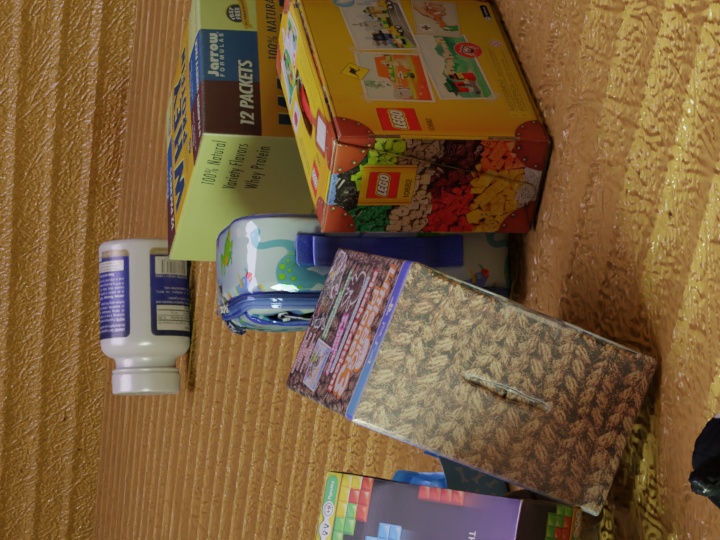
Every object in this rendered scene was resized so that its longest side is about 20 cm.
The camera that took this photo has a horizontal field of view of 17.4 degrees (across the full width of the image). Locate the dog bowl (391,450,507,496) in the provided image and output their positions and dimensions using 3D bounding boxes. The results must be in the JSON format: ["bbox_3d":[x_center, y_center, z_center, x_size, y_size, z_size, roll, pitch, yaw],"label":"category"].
[{"bbox_3d":[0.063,0.193,1.709,0.200,0.049,0.112,132,137,-71],"label":"dog bowl"}]

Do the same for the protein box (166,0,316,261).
[{"bbox_3d":[-0.039,-0.108,1.803,0.199,0.199,0.135,113,156,-60],"label":"protein box"}]

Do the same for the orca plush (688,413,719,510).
[{"bbox_3d":[0.188,0.114,1.098,0.200,0.071,0.106,-112,25,-59],"label":"orca plush"}]

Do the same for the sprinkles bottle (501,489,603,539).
[{"bbox_3d":[0.112,0.239,1.450,0.068,0.068,0.201,-141,52,-74],"label":"sprinkles bottle"}]

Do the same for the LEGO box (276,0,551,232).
[{"bbox_3d":[0.032,-0.115,1.615,0.200,0.148,0.077,-105,20,-50],"label":"LEGO box"}]

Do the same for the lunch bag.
[{"bbox_3d":[0.000,0.000,1.642,0.161,0.199,0.083,156,112,-76],"label":"lunch bag"}]

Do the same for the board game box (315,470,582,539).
[{"bbox_3d":[0.037,0.223,1.349,0.165,0.057,0.201,1,81,48],"label":"board game box"}]

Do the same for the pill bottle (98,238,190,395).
[{"bbox_3d":[-0.284,0.062,3.095,0.120,0.119,0.201,155,114,-76],"label":"pill bottle"}]

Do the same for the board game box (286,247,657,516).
[{"bbox_3d":[0.061,0.062,1.414,0.200,0.159,0.097,-168,99,-77],"label":"board game box"}]
